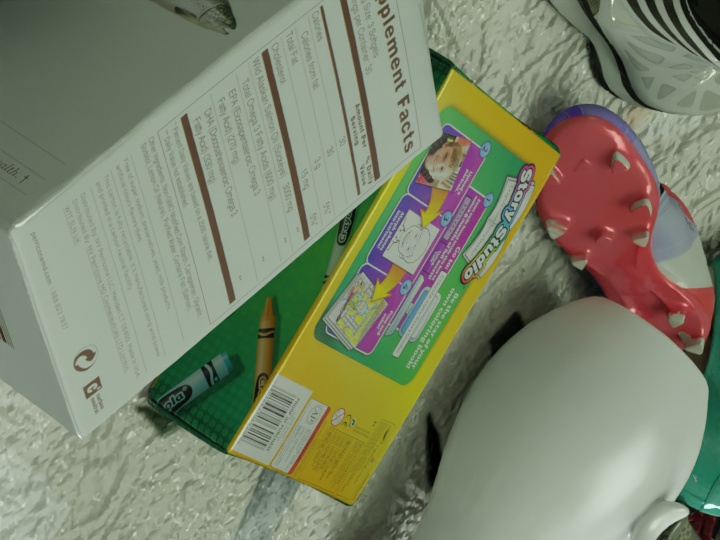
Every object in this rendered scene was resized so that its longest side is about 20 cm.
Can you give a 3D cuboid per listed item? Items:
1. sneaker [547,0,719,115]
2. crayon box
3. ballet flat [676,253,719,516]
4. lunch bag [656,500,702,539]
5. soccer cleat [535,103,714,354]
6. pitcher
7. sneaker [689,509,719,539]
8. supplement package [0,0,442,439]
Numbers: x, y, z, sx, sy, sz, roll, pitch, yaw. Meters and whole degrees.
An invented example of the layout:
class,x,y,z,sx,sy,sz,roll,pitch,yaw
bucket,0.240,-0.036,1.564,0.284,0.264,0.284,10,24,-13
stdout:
class,x,y,z,sx,sy,sz,roll,pitch,yaw
sneaker,0.175,-0.108,1.214,0.076,0.115,0.200,-59,147,1
crayon box,0.000,0.000,1.122,0.201,0.058,0.119,-59,147,0
ballet flat,0.192,0.048,1.380,0.068,0.070,0.201,113,-8,-47
lunch bag,0.115,0.226,1.394,0.201,0.117,0.164,-57,148,-12
soccer cleat,0.141,-0.031,1.292,0.200,0.066,0.077,56,31,-45
pitcher,0.109,0.127,1.260,0.200,0.171,0.121,-51,150,-10
sneaker,0.223,0.189,1.538,0.200,0.080,0.075,-39,143,-29
supplement package,-0.081,-0.059,0.918,0.200,0.117,0.118,-41,142,-25
